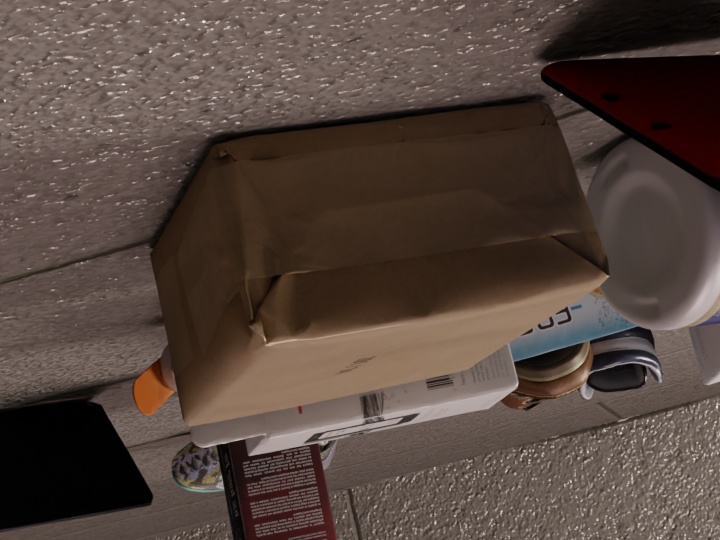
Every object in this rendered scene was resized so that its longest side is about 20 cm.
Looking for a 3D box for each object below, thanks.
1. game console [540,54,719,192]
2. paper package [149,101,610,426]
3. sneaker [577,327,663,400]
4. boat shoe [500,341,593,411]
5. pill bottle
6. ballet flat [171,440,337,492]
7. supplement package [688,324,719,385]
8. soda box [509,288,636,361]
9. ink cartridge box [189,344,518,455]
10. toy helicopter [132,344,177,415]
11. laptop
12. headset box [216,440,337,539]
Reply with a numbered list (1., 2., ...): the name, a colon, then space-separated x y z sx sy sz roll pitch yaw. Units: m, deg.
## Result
1. game console: 0.192 -0.026 0.702 0.118 0.173 0.200 -32 -154 -3
2. paper package: 0.000 0.000 0.849 0.190 0.104 0.200 -9 167 -20
3. sneaker: 0.198 0.043 1.255 0.070 0.109 0.200 -17 168 19
4. boat shoe: 0.124 0.064 1.188 0.072 0.068 0.200 -22 -165 -7
5. pill bottle: 0.239 -0.029 0.957 0.199 0.112 0.111 -6 166 -32
6. ballet flat: -0.105 0.182 1.711 0.200 0.072 0.072 -4 165 -38
7. supplement package: 0.294 0.000 1.141 0.116 0.118 0.200 -13 168 1
8. soda box: 0.108 0.019 1.104 0.199 0.069 0.064 -17 -167 19
9. ink cartridge box: -0.019 0.040 0.983 0.199 0.117 0.068 -9 166 -17
10. toy helicopter: -0.079 0.062 1.124 0.132 0.079 0.200 -14 172 7
11. laptop: -0.290 0.168 1.308 0.177 0.104 0.200 -5 166 -33
12. headset box: -0.072 0.174 1.339 0.077 0.201 0.149 -11 167 -9
